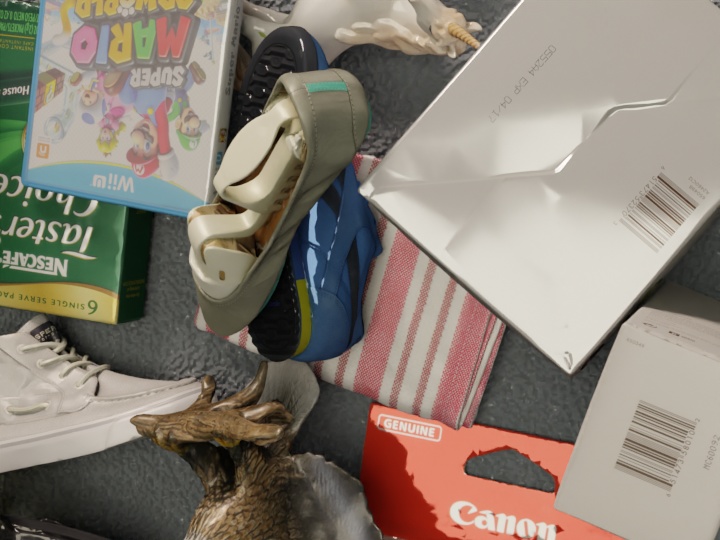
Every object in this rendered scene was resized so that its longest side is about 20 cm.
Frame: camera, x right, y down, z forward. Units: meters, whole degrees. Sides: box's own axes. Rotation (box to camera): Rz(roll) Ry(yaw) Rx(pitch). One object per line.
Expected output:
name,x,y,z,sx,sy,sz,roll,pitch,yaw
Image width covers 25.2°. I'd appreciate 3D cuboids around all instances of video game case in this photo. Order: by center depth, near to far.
video game case,-0.137,-0.140,0.977,0.143,0.018,0.201,11,98,27

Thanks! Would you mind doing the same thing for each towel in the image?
towel,0.000,0.000,1.009,0.199,0.030,0.147,20,101,15

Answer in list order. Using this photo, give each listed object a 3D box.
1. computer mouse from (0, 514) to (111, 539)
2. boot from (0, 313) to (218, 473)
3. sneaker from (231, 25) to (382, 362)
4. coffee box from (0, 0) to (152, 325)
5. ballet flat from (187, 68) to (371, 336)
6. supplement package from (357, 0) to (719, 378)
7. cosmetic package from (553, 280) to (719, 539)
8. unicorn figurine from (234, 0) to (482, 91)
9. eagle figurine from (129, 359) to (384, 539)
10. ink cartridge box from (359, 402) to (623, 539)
computer mouse,-0.180,0.188,1.038,0.200,0.139,0.053,36,68,-1
boot,-0.194,0.074,1.046,0.199,0.074,0.096,-14,87,12
sneaker,-0.028,-0.045,0.965,0.066,0.078,0.201,9,104,48
coffee box,-0.194,-0.070,1.046,0.122,0.044,0.201,9,97,15
ballet flat,-0.064,-0.037,0.902,0.200,0.064,0.068,-55,54,37
supplement package,0.126,-0.064,0.903,0.156,0.111,0.200,41,92,9
cosmetic package,0.173,0.076,0.875,0.085,0.200,0.108,22,102,14
unicorn figurine,-0.016,-0.163,0.967,0.200,0.074,0.138,-28,100,45
eagle figurine,-0.065,0.166,0.978,0.150,0.152,0.201,-24,112,-1
ink cartridge box,0.081,0.188,0.994,0.199,0.044,0.174,10,99,15
